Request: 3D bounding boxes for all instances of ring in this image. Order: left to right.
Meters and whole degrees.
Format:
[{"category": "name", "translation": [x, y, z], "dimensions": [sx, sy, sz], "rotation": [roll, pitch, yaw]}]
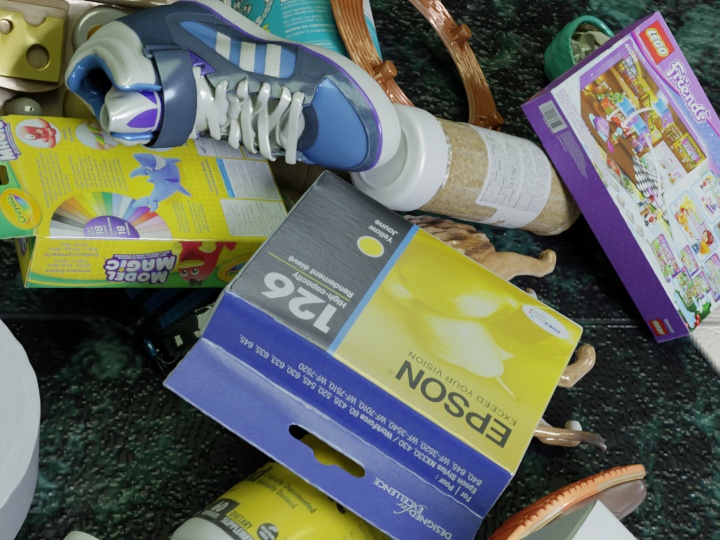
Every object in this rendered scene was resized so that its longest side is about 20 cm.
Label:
[{"category": "ring", "translation": [0.047, -0.163, 1.126], "dimensions": [0.200, 0.019, 0.202], "rotation": [39, 34, -33]}]

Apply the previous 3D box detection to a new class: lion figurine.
[{"category": "lion figurine", "translation": [0.086, 0.041, 1.020], "dimensions": [0.121, 0.073, 0.201], "rotation": [3, 44, -27]}]

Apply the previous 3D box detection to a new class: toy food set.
[{"category": "toy food set", "translation": [-0.189, -0.129, 1.019], "dimensions": [0.198, 0.060, 0.146], "rotation": [4, 92, -28]}]

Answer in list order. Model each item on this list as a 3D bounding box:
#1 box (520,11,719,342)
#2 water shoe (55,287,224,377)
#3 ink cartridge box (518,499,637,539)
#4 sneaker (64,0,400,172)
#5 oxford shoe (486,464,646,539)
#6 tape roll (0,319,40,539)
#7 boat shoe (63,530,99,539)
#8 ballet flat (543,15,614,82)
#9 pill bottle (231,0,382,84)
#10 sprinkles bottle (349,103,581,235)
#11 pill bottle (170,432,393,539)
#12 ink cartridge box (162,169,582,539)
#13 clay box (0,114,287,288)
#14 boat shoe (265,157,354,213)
[{"category": "box", "translation": [0.216, -0.069, 1.092], "dimensions": [0.136, 0.039, 0.201], "rotation": [-36, 99, -33]}, {"category": "water shoe", "translation": [-0.123, 0.030, 0.992], "dimensions": [0.197, 0.072, 0.080], "rotation": [13, 56, 1]}, {"category": "ink cartridge box", "translation": [0.121, 0.257, 0.791], "dimensions": [0.200, 0.147, 0.146], "rotation": [46, 57, 0]}, {"category": "sneaker", "translation": [-0.091, -0.098, 0.943], "dimensions": [0.199, 0.081, 0.146], "rotation": [32, 42, 22]}, {"category": "oxford shoe", "translation": [0.109, 0.189, 0.933], "dimensions": [0.199, 0.071, 0.073], "rotation": [-30, 81, -21]}, {"category": "tape roll", "translation": [-0.284, 0.096, 0.859], "dimensions": [0.197, 0.066, 0.202], "rotation": [6, 55, -9]}, {"category": "boat shoe", "translation": [-0.112, 0.224, 0.846], "dimensions": [0.199, 0.075, 0.062], "rotation": [34, 53, 16]}, {"category": "ballet flat", "translation": [0.203, -0.121, 1.170], "dimensions": [0.067, 0.071, 0.201], "rotation": [-9, 57, -26]}, {"category": "pill bottle", "translation": [-0.041, -0.169, 1.131], "dimensions": [0.109, 0.111, 0.202], "rotation": [-2, 53, -13]}, {"category": "sprinkles bottle", "translation": [0.079, -0.067, 1.046], "dimensions": [0.199, 0.068, 0.069], "rotation": [7, 44, -48]}, {"category": "pill bottle", "translation": [-0.008, 0.149, 0.901], "dimensions": [0.199, 0.112, 0.111], "rotation": [-33, 66, -31]}, {"category": "ink cartridge box", "translation": [0.015, 0.049, 0.884], "dimensions": [0.196, 0.047, 0.200], "rotation": [32, 39, 2]}, {"category": "clay box", "translation": [-0.150, -0.044, 0.959], "dimensions": [0.197, 0.048, 0.116], "rotation": [0, 45, -25]}, {"category": "boat shoe", "translation": [0.000, 0.000, 1.007], "dimensions": [0.073, 0.065, 0.201], "rotation": [-19, 59, -31]}]
